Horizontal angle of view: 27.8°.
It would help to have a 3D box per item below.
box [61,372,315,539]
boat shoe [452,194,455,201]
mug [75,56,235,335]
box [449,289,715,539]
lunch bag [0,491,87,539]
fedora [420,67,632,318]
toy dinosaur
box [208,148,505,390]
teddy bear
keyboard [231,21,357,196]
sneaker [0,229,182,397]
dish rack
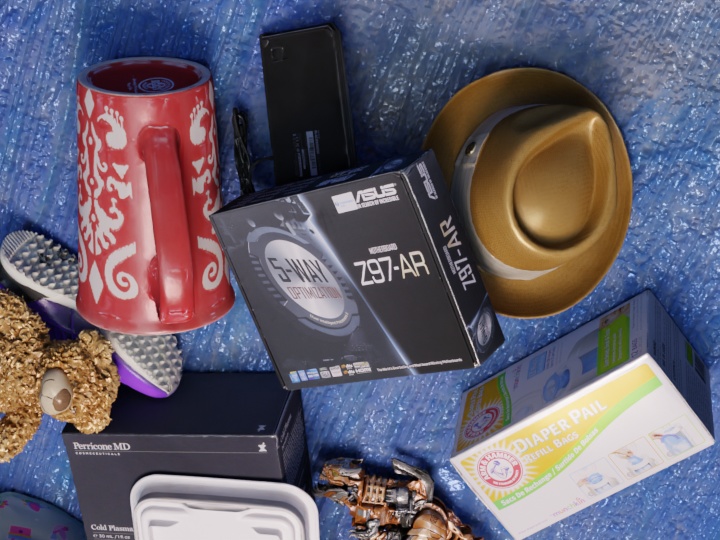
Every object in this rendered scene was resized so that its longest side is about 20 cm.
[{"bbox_3d":[-0.150,0.196,1.338,0.200,0.104,0.182,0,119,10],"label":"box"},{"bbox_3d":[0.065,-0.049,1.169,0.202,0.075,0.086,13,154,1],"label":"boat shoe"},{"bbox_3d":[-0.157,-0.059,1.181,0.177,0.133,0.200,23,122,41],"label":"mug"},{"bbox_3d":[0.187,0.125,1.236,0.200,0.113,0.101,-32,108,24],"label":"box"},{"bbox_3d":[-0.302,0.318,1.391,0.200,0.170,0.122,43,109,-13],"label":"lunch bag"},{"bbox_3d":[0.140,-0.064,1.105,0.200,0.082,0.201,2,84,-21],"label":"fedora"},{"bbox_3d":[0.044,0.251,1.345,0.200,0.102,0.136,32,103,17],"label":"toy dinosaur"},{"bbox_3d":[-0.005,0.005,1.114,0.200,0.044,0.160,-10,109,39],"label":"box"},{"bbox_3d":[-0.309,0.087,1.247,0.200,0.067,0.145,28,90,8],"label":"teddy bear"},{"bbox_3d":[-0.055,-0.093,1.177,0.127,0.021,0.200,-3,95,32],"label":"keyboard"},{"bbox_3d":[-0.255,0.056,1.308,0.200,0.070,0.100,39,124,-7],"label":"sneaker"},{"bbox_3d":[-0.121,0.276,1.293,0.171,0.044,0.200,3,118,9],"label":"dish rack"}]
